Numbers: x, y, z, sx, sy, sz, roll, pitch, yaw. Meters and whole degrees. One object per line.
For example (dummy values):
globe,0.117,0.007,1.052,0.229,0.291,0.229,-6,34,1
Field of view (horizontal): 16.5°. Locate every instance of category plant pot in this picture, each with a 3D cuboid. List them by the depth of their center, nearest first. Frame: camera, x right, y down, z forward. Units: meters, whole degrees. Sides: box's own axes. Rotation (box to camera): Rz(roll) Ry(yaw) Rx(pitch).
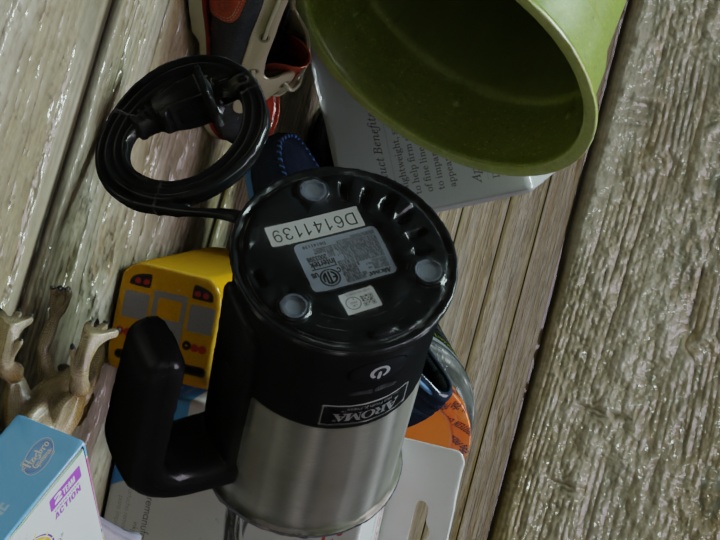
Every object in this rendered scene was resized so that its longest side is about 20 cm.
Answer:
plant pot,0.092,-0.194,1.489,0.190,0.200,0.200,-58,162,-27

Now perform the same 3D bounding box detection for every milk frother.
milk frother,-0.055,0.012,1.342,0.188,0.180,0.200,105,-18,-53

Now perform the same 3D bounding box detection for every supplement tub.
supplement tub,0.011,0.082,1.783,0.200,0.122,0.123,-118,-144,-68

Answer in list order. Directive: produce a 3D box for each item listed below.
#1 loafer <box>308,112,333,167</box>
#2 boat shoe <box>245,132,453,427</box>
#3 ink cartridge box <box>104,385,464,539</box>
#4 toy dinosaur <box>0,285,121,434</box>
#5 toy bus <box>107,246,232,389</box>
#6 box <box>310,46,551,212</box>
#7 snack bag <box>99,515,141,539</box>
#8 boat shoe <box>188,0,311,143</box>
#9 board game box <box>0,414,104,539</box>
loafer,-0.008,-0.066,1.807,0.200,0.072,0.073,-64,162,-53
boat shoe,0.000,0.000,1.540,0.200,0.069,0.084,61,33,-10
ink cartridge box,-0.048,0.142,1.502,0.067,0.200,0.116,-20,123,-76
toy dinosaur,-0.157,0.071,1.233,0.200,0.058,0.101,-50,152,-68
toy bus,-0.092,0.031,1.507,0.200,0.065,0.078,-18,119,-77
box,0.050,-0.146,1.682,0.200,0.130,0.199,-36,115,-75
snack bag,-0.175,0.218,1.332,0.200,0.021,0.189,-65,167,-9
boat shoe,-0.060,-0.134,1.479,0.200,0.062,0.071,87,17,-60
board game box,-0.176,0.190,1.195,0.153,0.040,0.200,-52,152,-36
